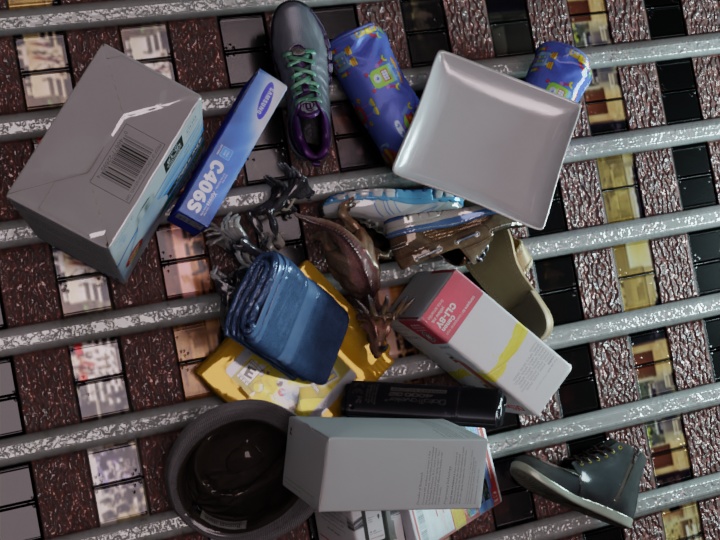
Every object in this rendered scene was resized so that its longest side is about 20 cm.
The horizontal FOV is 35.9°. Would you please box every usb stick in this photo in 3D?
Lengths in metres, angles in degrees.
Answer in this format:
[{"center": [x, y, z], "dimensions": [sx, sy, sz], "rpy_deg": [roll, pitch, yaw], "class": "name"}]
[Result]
[{"center": [0.077, 0.163, 1.350], "dimensions": [0.200, 0.033, 0.055], "rpy_deg": [2, 47, 14], "class": "usb stick"}]

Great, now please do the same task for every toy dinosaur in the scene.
[{"center": [0.000, 0.000, 1.340], "dimensions": [0.086, 0.136, 0.200], "rpy_deg": [-29, 130, 7], "class": "toy dinosaur"}]

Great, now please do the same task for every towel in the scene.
[{"center": [-0.083, 0.058, 1.293], "dimensions": [0.200, 0.049, 0.112], "rpy_deg": [43, 66, -56], "class": "towel"}]

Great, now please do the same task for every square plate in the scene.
[{"center": [0.158, -0.162, 1.389], "dimensions": [0.198, 0.028, 0.200], "rpy_deg": [22, 64, 0], "class": "square plate"}]

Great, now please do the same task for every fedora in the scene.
[{"center": [-0.131, 0.226, 1.313], "dimensions": [0.200, 0.090, 0.177], "rpy_deg": [-41, 101, 13], "class": "fedora"}]

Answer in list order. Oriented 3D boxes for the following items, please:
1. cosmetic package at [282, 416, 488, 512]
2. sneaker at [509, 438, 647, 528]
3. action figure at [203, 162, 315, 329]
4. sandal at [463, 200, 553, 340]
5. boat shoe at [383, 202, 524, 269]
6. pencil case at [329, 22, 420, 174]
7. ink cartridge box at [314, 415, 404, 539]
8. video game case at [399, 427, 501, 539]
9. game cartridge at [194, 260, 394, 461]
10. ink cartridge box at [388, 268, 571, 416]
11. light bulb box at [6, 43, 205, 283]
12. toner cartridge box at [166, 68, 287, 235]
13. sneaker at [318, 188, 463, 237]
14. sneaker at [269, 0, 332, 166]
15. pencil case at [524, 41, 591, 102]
[{"center": [0.027, 0.211, 1.225], "dimensions": [0.200, 0.108, 0.085], "rpy_deg": [4, 95, -25], "class": "cosmetic package"}, {"center": [0.290, 0.260, 1.481], "dimensions": [0.200, 0.075, 0.106], "rpy_deg": [28, 73, -23], "class": "sneaker"}, {"center": [-0.138, -0.032, 1.340], "dimensions": [0.102, 0.119, 0.200], "rpy_deg": [35, 67, -22], "class": "action figure"}, {"center": [0.197, 0.000, 1.471], "dimensions": [0.070, 0.078, 0.212], "rpy_deg": [2, 57, -57], "class": "sandal"}, {"center": [0.123, -0.041, 1.390], "dimensions": [0.200, 0.072, 0.072], "rpy_deg": [-9, 89, -22], "class": "boat shoe"}, {"center": [0.034, -0.221, 1.423], "dimensions": [0.087, 0.078, 0.200], "rpy_deg": [-32, 96, -8], "class": "pencil case"}, {"center": [-0.005, 0.289, 1.342], "dimensions": [0.068, 0.116, 0.200], "rpy_deg": [-14, 102, -25], "class": "ink cartridge box"}, {"center": [0.106, 0.252, 1.387], "dimensions": [0.200, 0.017, 0.143], "rpy_deg": [-14, 90, -52], "class": "video game case"}, {"center": [-0.077, 0.117, 1.388], "dimensions": [0.176, 0.032, 0.200], "rpy_deg": [46, 75, -10], "class": "game cartridge"}, {"center": [0.145, 0.092, 1.401], "dimensions": [0.200, 0.145, 0.083], "rpy_deg": [39, 77, -12], "class": "ink cartridge box"}, {"center": [-0.275, -0.111, 1.242], "dimensions": [0.125, 0.200, 0.198], "rpy_deg": [29, 77, 0], "class": "light bulb box"}, {"center": [-0.162, -0.141, 1.346], "dimensions": [0.043, 0.095, 0.200], "rpy_deg": [31, 78, -14], "class": "toner cartridge box"}, {"center": [0.045, -0.063, 1.421], "dimensions": [0.200, 0.075, 0.087], "rpy_deg": [-2, 92, -18], "class": "sneaker"}, {"center": [-0.062, -0.229, 1.359], "dimensions": [0.074, 0.088, 0.200], "rpy_deg": [-12, 109, -6], "class": "sneaker"}, {"center": [0.245, -0.203, 1.483], "dimensions": [0.087, 0.078, 0.200], "rpy_deg": [21, 79, 1], "class": "pencil case"}]
